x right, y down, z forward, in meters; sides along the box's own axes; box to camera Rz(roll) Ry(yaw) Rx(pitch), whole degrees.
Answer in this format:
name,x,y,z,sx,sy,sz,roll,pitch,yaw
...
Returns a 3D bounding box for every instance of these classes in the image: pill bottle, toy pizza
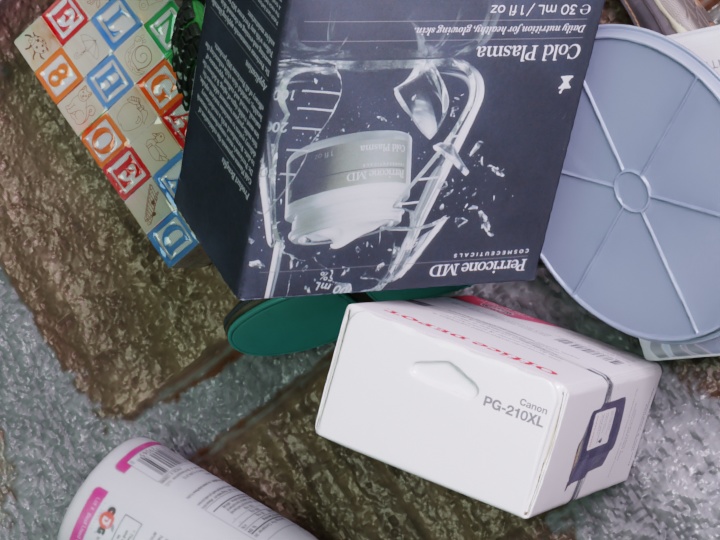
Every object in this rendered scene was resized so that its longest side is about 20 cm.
name,x,y,z,sx,sy,sz,roll,pitch,yaw
pill bottle,-0.094,0.205,1.461,0.200,0.113,0.114,28,102,21
toy pizza,0.170,-0.052,1.307,0.200,0.032,0.201,24,126,37

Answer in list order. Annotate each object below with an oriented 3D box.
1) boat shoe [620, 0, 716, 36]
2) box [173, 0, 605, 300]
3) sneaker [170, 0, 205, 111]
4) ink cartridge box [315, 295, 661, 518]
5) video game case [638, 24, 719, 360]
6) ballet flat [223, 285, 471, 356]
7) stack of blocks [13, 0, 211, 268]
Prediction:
name,x,y,z,sx,sy,sz,roll,pitch,yaw
boat shoe,0.197,-0.109,1.352,0.073,0.074,0.200,-35,77,20
box,0.013,-0.101,1.275,0.124,0.200,0.197,-125,38,-48
sneaker,-0.050,-0.100,1.421,0.085,0.078,0.200,-35,84,-26
ink cartridge box,0.081,0.077,1.336,0.144,0.200,0.085,20,99,22
video game case,0.216,-0.045,1.308,0.182,0.023,0.200,-8,107,45
ballet flat,0.000,0.000,1.447,0.200,0.073,0.073,-20,83,26
stack of blocks,-0.132,-0.115,1.500,0.115,0.059,0.200,-40,76,19
